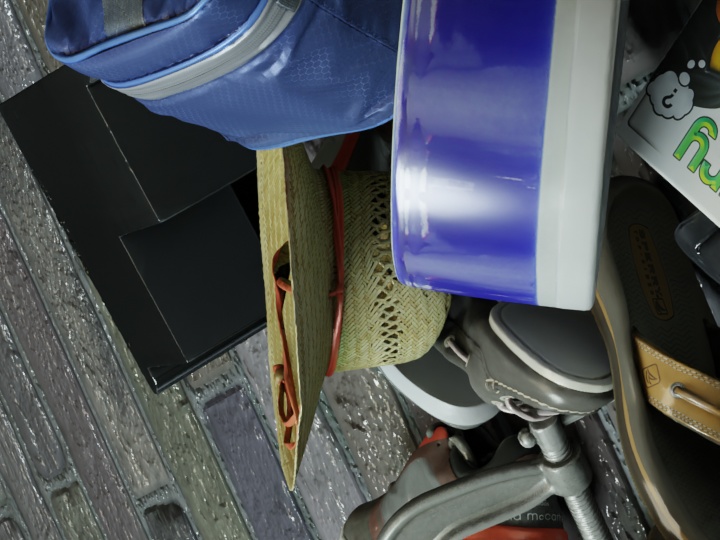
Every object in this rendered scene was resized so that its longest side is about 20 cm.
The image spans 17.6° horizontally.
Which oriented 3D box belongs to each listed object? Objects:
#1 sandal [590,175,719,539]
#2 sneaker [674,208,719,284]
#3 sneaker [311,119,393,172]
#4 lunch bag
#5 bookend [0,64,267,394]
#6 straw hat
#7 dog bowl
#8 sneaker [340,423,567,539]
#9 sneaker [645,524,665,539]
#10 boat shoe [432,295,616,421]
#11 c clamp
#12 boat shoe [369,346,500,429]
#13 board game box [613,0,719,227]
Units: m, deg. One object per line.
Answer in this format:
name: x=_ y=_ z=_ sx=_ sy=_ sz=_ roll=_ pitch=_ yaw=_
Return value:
sandal: x=0.149 y=0.047 z=0.992 sx=0.054 sy=0.081 sz=0.202 roll=-29 pitch=68 yaw=41
sneaker: x=0.179 y=0.030 z=0.928 sx=0.114 sy=0.075 sz=0.201 roll=45 pitch=140 yaw=38
sneaker: x=0.035 y=-0.070 z=1.133 sx=0.082 sy=0.077 sz=0.200 roll=45 pitch=157 yaw=9
lunch bag: x=-0.049 y=-0.165 z=0.985 sx=0.135 sy=0.132 sz=0.202 roll=-11 pitch=64 yaw=44
bookend: x=-0.101 y=-0.041 z=1.323 sx=0.200 sy=0.092 sz=0.200 roll=62 pitch=159 yaw=-6
straw hat: x=0.000 y=0.000 z=1.104 sx=0.201 sy=0.084 sz=0.203 roll=177 pitch=90 yaw=-84
dog bowl: x=0.064 y=-0.088 z=0.912 sx=0.200 sy=0.078 sz=0.202 roll=6 pitch=-90 yaw=-83
sneaker: x=0.053 y=0.121 z=1.241 sx=0.200 sy=0.076 sz=0.083 roll=-12 pitch=75 yaw=61
sneaker: x=0.147 y=0.162 z=1.022 sx=0.075 sy=0.200 sz=0.071 roll=21 pitch=98 yaw=15
boat shoe: x=0.074 y=0.038 z=1.082 sx=0.200 sy=0.066 sz=0.057 roll=-123 pitch=45 yaw=-68
c clamp: x=0.096 y=0.145 z=1.121 sx=0.027 sy=0.170 sz=0.201 roll=-109 pitch=-1 yaw=-52
boat shoe: x=0.018 y=0.022 z=1.231 sx=0.200 sy=0.068 sz=0.057 roll=51 pitch=153 yaw=41
board game box: x=0.192 y=-0.042 z=0.815 sx=0.200 sy=0.034 sz=0.127 roll=46 pitch=112 yaw=36
